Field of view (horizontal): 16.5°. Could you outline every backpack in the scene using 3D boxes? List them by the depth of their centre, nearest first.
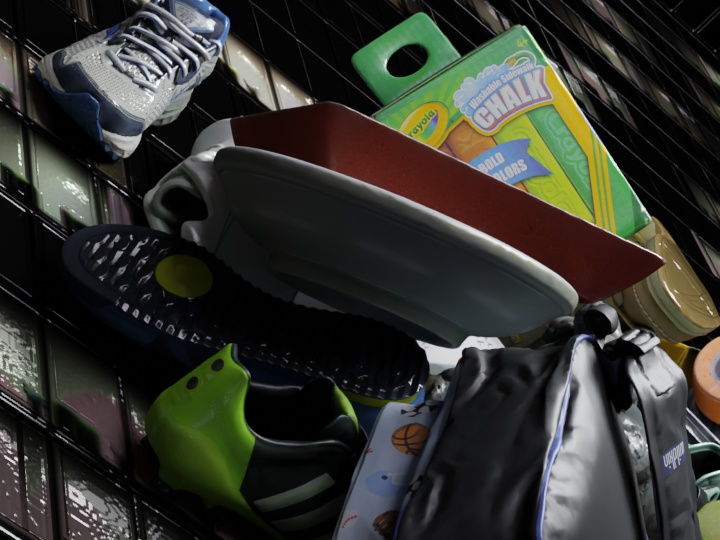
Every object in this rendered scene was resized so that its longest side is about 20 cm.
[{"bbox_3d":[0.076,0.149,1.168,0.191,0.154,0.200,66,31,-28],"label":"backpack"}]

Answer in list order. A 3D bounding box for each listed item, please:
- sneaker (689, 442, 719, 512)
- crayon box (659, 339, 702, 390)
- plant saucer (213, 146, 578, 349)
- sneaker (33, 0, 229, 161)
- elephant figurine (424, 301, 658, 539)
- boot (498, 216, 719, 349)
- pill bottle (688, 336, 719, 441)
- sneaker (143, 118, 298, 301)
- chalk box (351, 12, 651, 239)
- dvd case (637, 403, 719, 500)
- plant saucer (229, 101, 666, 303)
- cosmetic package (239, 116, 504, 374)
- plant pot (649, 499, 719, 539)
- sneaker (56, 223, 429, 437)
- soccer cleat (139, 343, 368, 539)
[{"bbox_3d":[0.202,0.169,1.530,0.200,0.118,0.074,31,21,-46],"label":"sneaker"},{"bbox_3d":[0.220,0.089,1.745,0.126,0.052,0.200,37,-7,-28],"label":"crayon box"},{"bbox_3d":[0.010,-0.002,1.270,0.200,0.050,0.200,23,-6,3],"label":"plant saucer"},{"bbox_3d":[-0.128,-0.128,1.473,0.077,0.085,0.200,45,17,-4],"label":"sneaker"},{"bbox_3d":[0.057,0.098,1.365,0.142,0.200,0.155,38,36,-82],"label":"elephant figurine"},{"bbox_3d":[0.151,0.040,1.633,0.072,0.155,0.200,55,8,-8],"label":"boot"},{"bbox_3d":[0.261,0.133,1.627,0.106,0.106,0.200,-113,-173,-50],"label":"pill bottle"},{"bbox_3d":[-0.081,-0.042,1.418,0.080,0.070,0.200,35,20,-24],"label":"sneaker"},{"bbox_3d":[0.074,-0.075,1.630,0.200,0.125,0.124,56,-12,0],"label":"chalk box"},{"bbox_3d":[0.208,0.147,1.591,0.016,0.149,0.200,-39,83,-28],"label":"dvd case"},{"bbox_3d":[0.036,-0.030,1.336,0.200,0.037,0.200,24,-8,-17],"label":"plant saucer"},{"bbox_3d":[0.000,0.000,1.550,0.200,0.052,0.151,53,19,20],"label":"cosmetic package"},{"bbox_3d":[0.238,0.229,1.397,0.200,0.200,0.184,34,10,-36],"label":"plant pot"},{"bbox_3d":[-0.065,0.044,1.266,0.200,0.078,0.066,22,46,-1],"label":"sneaker"},{"bbox_3d":[-0.019,0.100,1.216,0.200,0.081,0.068,32,22,-41],"label":"soccer cleat"}]
